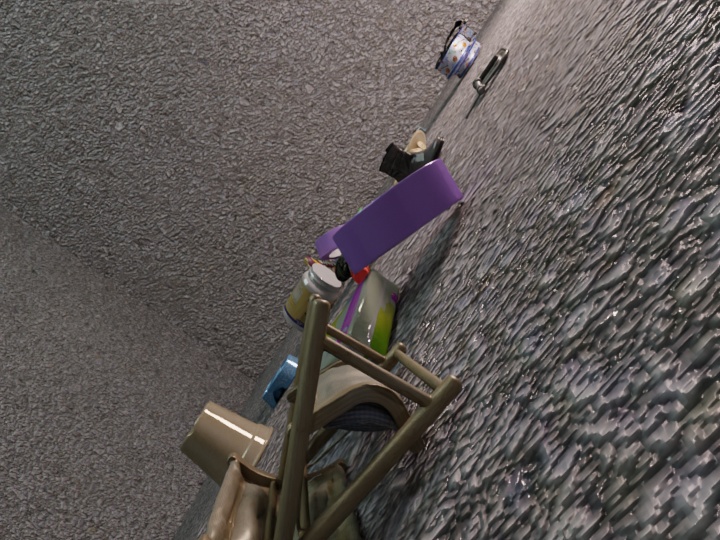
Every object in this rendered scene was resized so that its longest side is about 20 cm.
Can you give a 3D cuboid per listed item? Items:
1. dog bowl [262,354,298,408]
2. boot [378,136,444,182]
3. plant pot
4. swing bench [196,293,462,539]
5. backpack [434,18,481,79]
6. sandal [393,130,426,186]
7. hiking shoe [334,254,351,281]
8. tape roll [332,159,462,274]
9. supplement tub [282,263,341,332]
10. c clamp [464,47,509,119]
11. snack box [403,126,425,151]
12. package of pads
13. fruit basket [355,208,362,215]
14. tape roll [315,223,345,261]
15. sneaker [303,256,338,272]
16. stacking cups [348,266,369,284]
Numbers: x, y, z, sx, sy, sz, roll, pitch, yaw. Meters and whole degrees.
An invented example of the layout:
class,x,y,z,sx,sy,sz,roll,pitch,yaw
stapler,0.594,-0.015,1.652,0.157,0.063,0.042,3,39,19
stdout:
class,x,y,z,sx,sy,sz,roll,pitch,yaw
dog bowl,-0.252,0.350,1.693,0.202,0.049,0.112,-54,6,30
boot,0.131,-0.306,1.429,0.201,0.130,0.071,-52,5,43
plant pot,-0.347,0.440,1.343,0.204,0.180,0.201,-56,5,8
swing bench,-0.033,0.142,0.465,0.205,0.127,0.199,-63,6,-4
backpack,0.399,-0.891,2.202,0.192,0.152,0.201,-50,-5,-30
sandal,0.176,-0.333,1.655,0.069,0.077,0.218,16,78,51
hiking shoe,-0.039,-0.016,1.661,0.201,0.075,0.102,-51,5,48
tape roll,0.055,-0.078,0.789,0.197,0.067,0.200,-36,0,0
supplement tub,-0.166,0.096,1.832,0.203,0.143,0.146,-55,5,18
c clamp,0.312,-0.484,1.334,0.173,0.027,0.202,-55,6,31
snack box,0.240,-0.587,2.537,0.203,0.036,0.116,-57,5,12
package of pads,-0.016,0.109,0.767,0.156,0.067,0.201,-54,6,25
fruit basket,0.021,-0.191,2.175,0.187,0.093,0.199,-53,-9,35
tape roll,-0.069,-0.107,1.965,0.194,0.068,0.200,-23,-10,-4
sneaker,-0.126,-0.014,1.929,0.091,0.199,0.075,-48,48,3
stacking cups,0.000,0.000,1.372,0.062,0.059,0.200,-55,10,9
